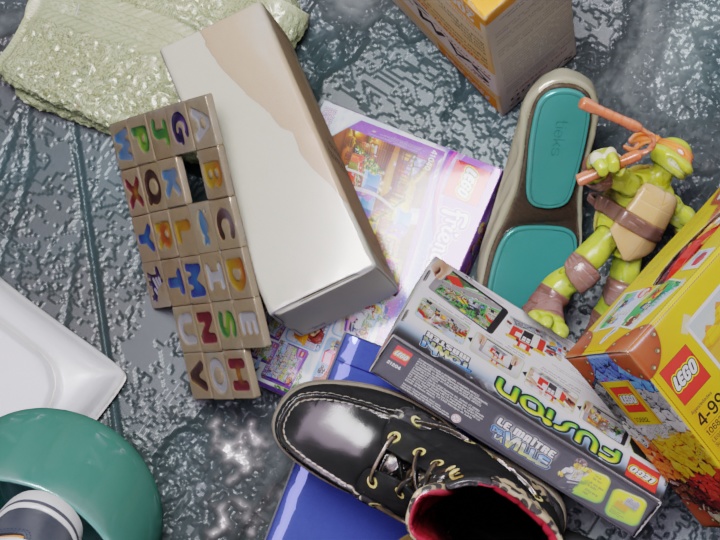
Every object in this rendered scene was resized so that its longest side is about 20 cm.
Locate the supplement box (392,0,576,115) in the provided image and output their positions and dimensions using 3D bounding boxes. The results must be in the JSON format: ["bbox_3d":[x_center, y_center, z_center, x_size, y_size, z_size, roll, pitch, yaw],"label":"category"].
[{"bbox_3d":[0.073,-0.195,1.420,0.074,0.200,0.126,-41,75,-3],"label":"supplement box"}]

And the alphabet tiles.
[{"bbox_3d":[-0.113,-0.011,1.444,0.008,0.167,0.200,-15,94,-29],"label":"alphabet tiles"}]

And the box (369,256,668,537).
[{"bbox_3d":[0.111,0.079,1.388,0.200,0.110,0.035,32,123,0],"label":"box"}]

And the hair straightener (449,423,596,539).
[{"bbox_3d":[0.105,0.153,1.404,0.200,0.041,0.077,30,93,-1],"label":"hair straightener"}]

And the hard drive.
[{"bbox_3d":[0.015,0.158,1.424,0.132,0.025,0.200,21,90,-6],"label":"hard drive"}]

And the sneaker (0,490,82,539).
[{"bbox_3d":[-0.245,0.227,1.360,0.078,0.079,0.200,29,123,-5],"label":"sneaker"}]

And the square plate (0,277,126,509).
[{"bbox_3d":[-0.299,0.094,1.519,0.200,0.028,0.198,36,87,14],"label":"square plate"}]

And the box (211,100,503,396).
[{"bbox_3d":[0.000,0.000,1.479,0.137,0.039,0.200,22,84,13],"label":"box"}]

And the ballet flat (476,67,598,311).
[{"bbox_3d":[0.117,-0.043,1.448,0.069,0.069,0.200,18,109,13],"label":"ballet flat"}]

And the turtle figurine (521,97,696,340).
[{"bbox_3d":[0.169,-0.030,1.406,0.064,0.200,0.161,37,98,46],"label":"turtle figurine"}]

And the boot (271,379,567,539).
[{"bbox_3d":[0.038,0.131,1.307,0.200,0.151,0.073,28,94,-2],"label":"boot"}]

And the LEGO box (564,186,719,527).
[{"bbox_3d":[0.250,0.040,1.348,0.200,0.077,0.149,-45,104,-22],"label":"LEGO box"}]

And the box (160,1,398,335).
[{"bbox_3d":[-0.053,-0.065,1.433,0.078,0.095,0.200,-25,76,5],"label":"box"}]

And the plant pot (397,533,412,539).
[{"bbox_3d":[0.068,0.267,1.344,0.186,0.186,0.200,-41,74,0],"label":"plant pot"}]

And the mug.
[{"bbox_3d":[-0.202,0.181,1.435,0.152,0.114,0.185,-16,115,22],"label":"mug"}]

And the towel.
[{"bbox_3d":[-0.150,-0.161,1.537,0.200,0.036,0.149,23,85,13],"label":"towel"}]
